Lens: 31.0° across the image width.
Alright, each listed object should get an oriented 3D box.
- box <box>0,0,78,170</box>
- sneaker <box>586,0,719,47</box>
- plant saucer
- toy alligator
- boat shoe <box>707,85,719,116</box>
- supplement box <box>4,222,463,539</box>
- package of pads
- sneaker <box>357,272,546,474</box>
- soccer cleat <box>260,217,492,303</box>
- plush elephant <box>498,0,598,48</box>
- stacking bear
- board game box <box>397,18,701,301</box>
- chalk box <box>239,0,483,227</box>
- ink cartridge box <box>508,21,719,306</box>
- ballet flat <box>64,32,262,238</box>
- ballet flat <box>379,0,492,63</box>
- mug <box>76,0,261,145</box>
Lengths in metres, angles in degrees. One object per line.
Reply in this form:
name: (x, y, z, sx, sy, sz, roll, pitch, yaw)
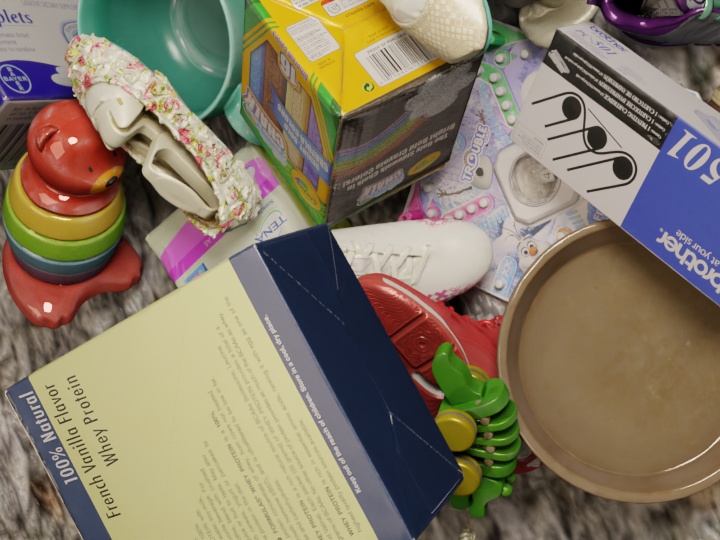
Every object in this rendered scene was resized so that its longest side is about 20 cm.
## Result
box: (-0.319, -0.196, 1.143, 0.105, 0.184, 0.200, -42, 76, 29)
sneaker: (0.255, -0.176, 0.865, 0.199, 0.087, 0.075, 0, 96, 31)
plant saucer: (0.195, 0.062, 0.918, 0.199, 0.029, 0.201, 0, 84, 2)
toy alligator: (0.087, 0.135, 0.912, 0.054, 0.059, 0.201, 3, 124, 19)
boat shoe: (0.295, -0.038, 0.872, 0.200, 0.072, 0.072, 48, 115, 10)
supplement box: (-0.077, 0.107, 0.838, 0.199, 0.134, 0.200, -29, 88, 19)
package of pads: (-0.068, 0.005, 1.089, 0.154, 0.068, 0.200, -39, 80, 28)
sneaker: (0.067, 0.056, 0.975, 0.078, 0.116, 0.200, -34, 111, 27)
soccer cleat: (0.000, 0.000, 0.977, 0.199, 0.086, 0.070, -8, 84, 7)
plush elephant: (0.105, -0.248, 0.914, 0.165, 0.199, 0.155, 56, 141, 28)
stacking bear: (-0.247, -0.063, 1.108, 0.114, 0.121, 0.200, 46, 145, 17)
board game box: (0.132, -0.070, 0.987, 0.200, 0.026, 0.201, 25, 109, 25)
chalk box: (-0.007, -0.126, 0.955, 0.124, 0.124, 0.200, 55, 159, 18)
ink cartridge box: (0.198, -0.076, 0.880, 0.200, 0.044, 0.094, 43, 131, 27)
ballet flat: (-0.160, -0.103, 1.009, 0.200, 0.064, 0.076, 41, 133, -5)
ballet flat: (0.018, -0.211, 0.849, 0.200, 0.062, 0.068, 64, 143, 28)
mug: (-0.134, -0.187, 1.072, 0.152, 0.114, 0.186, -10, 103, 30)
